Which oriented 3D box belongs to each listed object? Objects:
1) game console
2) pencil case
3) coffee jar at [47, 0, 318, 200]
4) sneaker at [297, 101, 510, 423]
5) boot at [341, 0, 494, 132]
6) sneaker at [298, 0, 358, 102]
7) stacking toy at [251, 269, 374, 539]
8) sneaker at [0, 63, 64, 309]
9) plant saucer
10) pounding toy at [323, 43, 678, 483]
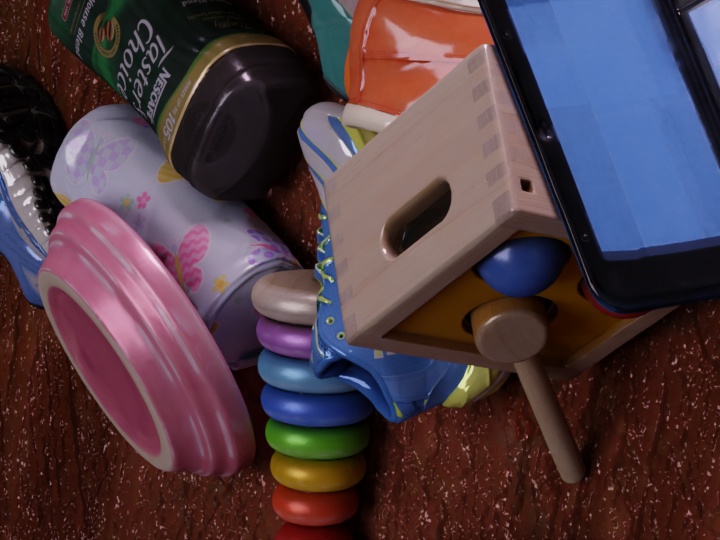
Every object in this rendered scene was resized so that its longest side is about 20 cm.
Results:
[{"bbox_3d":[0.181,-0.095,1.433,0.170,0.118,0.201,-28,71,25],"label":"game console"},{"bbox_3d":[-0.118,-0.023,1.809,0.200,0.083,0.091,43,119,36],"label":"pencil case"},{"bbox_3d":[-0.112,-0.136,1.797,0.200,0.085,0.105,47,124,34],"label":"coffee jar"},{"bbox_3d":[0.000,0.000,1.639,0.200,0.105,0.076,55,160,13],"label":"sneaker"},{"bbox_3d":[0.082,-0.102,1.566,0.199,0.075,0.108,14,89,25],"label":"boot"},{"bbox_3d":[0.027,-0.114,1.671,0.200,0.071,0.080,60,150,18],"label":"sneaker"},{"bbox_3d":[-0.026,0.104,1.726,0.085,0.085,0.201,13,105,46],"label":"stacking toy"},{"bbox_3d":[-0.245,-0.059,1.948,0.089,0.078,0.200,-46,60,35],"label":"sneaker"},{"bbox_3d":[-0.142,0.051,1.785,0.201,0.051,0.201,49,162,22],"label":"plant saucer"},{"bbox_3d":[0.093,0.003,1.528,0.200,0.184,0.143,-39,50,45],"label":"pounding toy"}]
